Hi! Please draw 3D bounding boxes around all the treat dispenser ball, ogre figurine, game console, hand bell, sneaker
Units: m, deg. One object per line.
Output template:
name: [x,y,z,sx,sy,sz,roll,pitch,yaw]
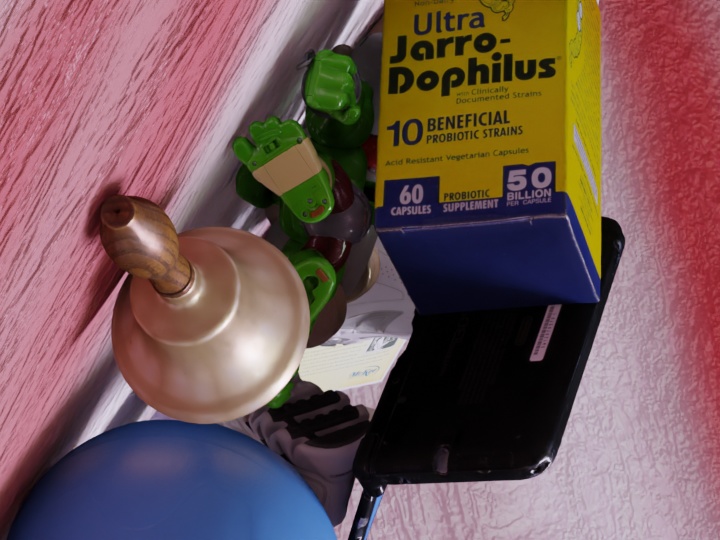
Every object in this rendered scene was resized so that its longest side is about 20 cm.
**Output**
treat dispenser ball: [-0.108,0.185,1.435,0.201,0.201,0.201,-57,177,-5]
ogre figurine: [-0.027,-0.033,1.424,0.120,0.098,0.201,-54,138,-71]
game console: [0.070,0.079,1.476,0.117,0.175,0.200,62,35,-37]
hand bell: [-0.092,-0.001,1.189,0.104,0.104,0.200,-57,163,-9]
sneaker: [-0.061,0.088,1.552,0.075,0.200,0.081,-13,124,-23]
sneaker: [0.000,0.000,1.656,0.078,0.199,0.100,32,61,-74]

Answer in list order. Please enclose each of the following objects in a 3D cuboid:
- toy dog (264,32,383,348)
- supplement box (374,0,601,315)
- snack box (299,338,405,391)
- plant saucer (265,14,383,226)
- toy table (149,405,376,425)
toy dog: [-0.028,-0.056,1.556,0.132,0.096,0.201,8,102,-80]
supplement box: [0.075,-0.089,1.425,0.110,0.108,0.201,61,27,-59]
snack box: [-0.036,0.043,1.818,0.200,0.037,0.116,-9,139,-46]
plant saucer: [-0.008,-0.102,1.704,0.200,0.029,0.200,-56,176,-6]
toy table: [-0.077,0.140,1.661,0.200,0.117,0.184,-58,165,-29]
